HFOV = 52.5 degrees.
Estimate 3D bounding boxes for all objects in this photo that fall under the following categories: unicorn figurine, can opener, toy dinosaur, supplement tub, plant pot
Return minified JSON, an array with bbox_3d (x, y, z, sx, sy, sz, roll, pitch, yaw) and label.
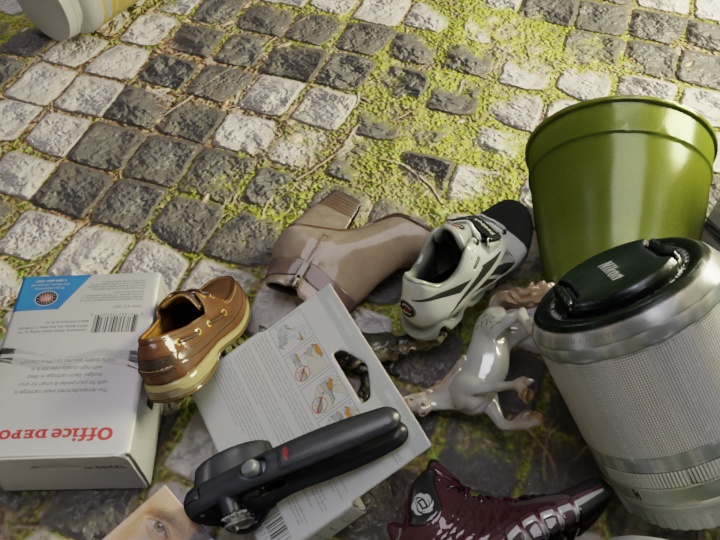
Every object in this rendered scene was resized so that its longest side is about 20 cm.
[{"bbox_3d":[0.118,0.097,0.701,0.137,0.074,0.200,3,43,49],"label":"unicorn figurine"},{"bbox_3d":[-0.056,0.160,0.605,0.199,0.063,0.079,-23,57,10],"label":"can opener"},{"bbox_3d":[-0.010,0.095,0.745,0.198,0.048,0.089,-1,48,5],"label":"toy dinosaur"},{"bbox_3d":[-0.413,-0.455,1.112,0.145,0.146,0.200,27,58,21],"label":"supplement tub"},{"bbox_3d":[0.267,-0.041,0.763,0.199,0.201,0.194,7,65,7],"label":"plant pot"}]

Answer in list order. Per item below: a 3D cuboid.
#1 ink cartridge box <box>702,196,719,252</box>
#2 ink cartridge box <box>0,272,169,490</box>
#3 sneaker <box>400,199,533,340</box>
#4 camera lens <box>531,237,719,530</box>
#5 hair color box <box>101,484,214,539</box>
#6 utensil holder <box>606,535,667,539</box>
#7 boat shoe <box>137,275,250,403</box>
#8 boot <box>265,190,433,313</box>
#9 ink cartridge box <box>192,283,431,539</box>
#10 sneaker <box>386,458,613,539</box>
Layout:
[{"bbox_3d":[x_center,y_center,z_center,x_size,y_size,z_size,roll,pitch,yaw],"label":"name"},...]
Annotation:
[{"bbox_3d":[0.427,-0.030,0.721,0.083,0.201,0.147,-26,55,-23],"label":"ink cartridge box"},{"bbox_3d":[-0.271,0.106,0.716,0.145,0.085,0.201,-1,53,0],"label":"ink cartridge box"},{"bbox_3d":[0.113,-0.023,0.743,0.074,0.089,0.200,25,56,32],"label":"sneaker"},{"bbox_3d":[0.248,0.085,0.603,0.160,0.160,0.201,-34,102,-22],"label":"camera lens"},{"bbox_3d":[-0.200,0.288,0.590,0.109,0.065,0.200,36,60,26],"label":"hair color box"},{"bbox_3d":[0.201,0.312,0.495,0.169,0.170,0.200,24,54,19],"label":"utensil holder"},{"bbox_3d":[-0.163,0.049,0.726,0.072,0.068,0.200,-11,23,14],"label":"boat shoe"},{"bbox_3d":[0.000,0.000,0.809,0.199,0.070,0.147,24,66,14],"label":"boot"},{"bbox_3d":[-0.049,0.137,0.677,0.173,0.044,0.200,-35,57,1],"label":"ink cartridge box"},{"bbox_3d":[0.113,0.202,0.639,0.199,0.076,0.116,-23,52,-14],"label":"sneaker"}]
